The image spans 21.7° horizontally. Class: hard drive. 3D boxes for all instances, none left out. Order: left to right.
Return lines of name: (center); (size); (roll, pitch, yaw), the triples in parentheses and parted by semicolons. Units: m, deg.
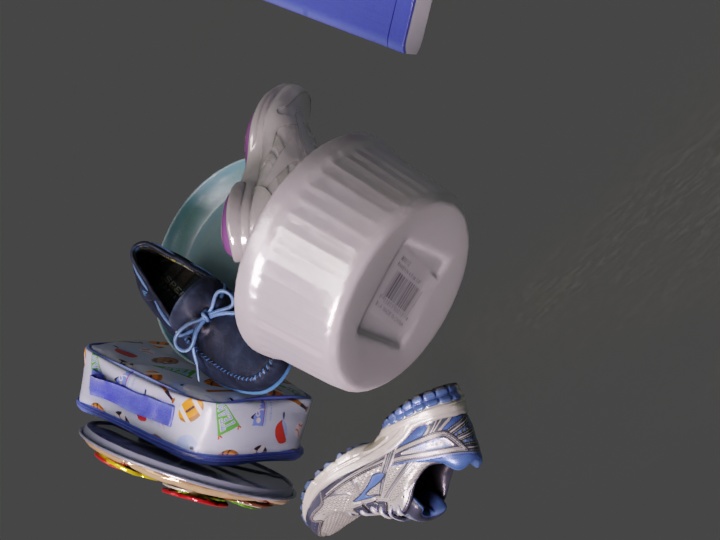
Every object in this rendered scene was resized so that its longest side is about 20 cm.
hard drive: (-0.013, -0.278, 1.629); (0.199, 0.025, 0.133); (26, 109, 39)

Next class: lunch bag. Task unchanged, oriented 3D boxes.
lunch bag: (-0.154, 0.117, 1.680); (0.199, 0.160, 0.076); (18, 103, 40)

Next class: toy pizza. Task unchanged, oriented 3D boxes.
toy pizza: (-0.154, 0.176, 1.654); (0.200, 0.200, 0.032); (18, 92, 41)

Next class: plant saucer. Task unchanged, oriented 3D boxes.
plant saucer: (-0.100, -0.005, 1.681); (0.199, 0.027, 0.201); (-14, 64, 31)

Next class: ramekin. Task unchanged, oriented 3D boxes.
ramekin: (0.000, 0.000, 1.517); (0.097, 0.200, 0.201); (30, 111, 30)

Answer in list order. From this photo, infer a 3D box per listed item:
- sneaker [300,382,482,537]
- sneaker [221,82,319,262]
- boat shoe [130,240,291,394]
sneaker: (0.025, 0.180, 1.577); (0.200, 0.077, 0.085); (-44, 68, 35)
sneaker: (-0.055, -0.081, 1.614); (0.099, 0.075, 0.201); (1, 48, 12)
boat shoe: (-0.142, 0.042, 1.623); (0.200, 0.069, 0.084); (30, 76, 39)
